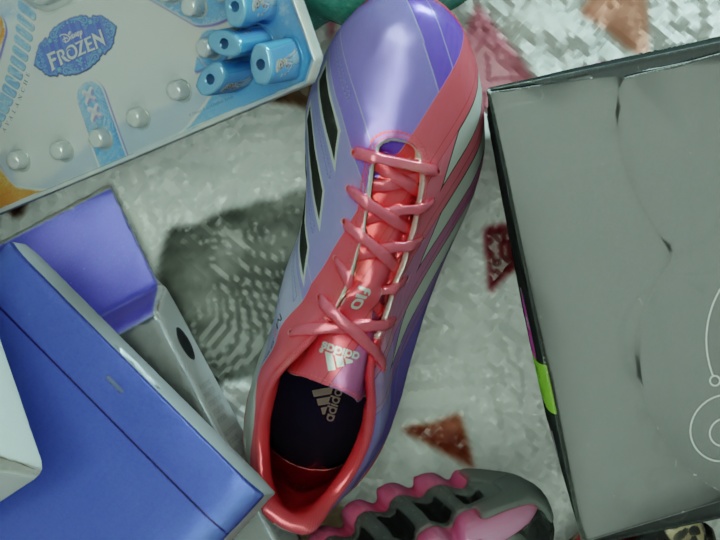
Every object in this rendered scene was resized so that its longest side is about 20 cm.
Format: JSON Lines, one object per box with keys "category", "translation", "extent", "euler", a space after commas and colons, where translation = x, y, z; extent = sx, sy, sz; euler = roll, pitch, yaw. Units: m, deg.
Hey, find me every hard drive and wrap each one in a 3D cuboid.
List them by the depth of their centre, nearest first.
{"category": "hard drive", "translation": [-0.145, 0.108, 0.893], "extent": [0.132, 0.025, 0.200], "euler": [44, 97, 12]}

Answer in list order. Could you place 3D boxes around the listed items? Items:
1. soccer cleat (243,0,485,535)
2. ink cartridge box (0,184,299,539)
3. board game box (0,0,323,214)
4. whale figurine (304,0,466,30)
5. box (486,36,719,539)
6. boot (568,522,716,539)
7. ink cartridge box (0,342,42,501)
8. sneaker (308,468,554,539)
{"category": "soccer cleat", "translation": [0.000, 0.000, 0.878], "extent": [0.067, 0.077, 0.200], "euler": [14, 116, -4]}
{"category": "ink cartridge box", "translation": [-0.138, 0.098, 0.938], "extent": [0.198, 0.043, 0.200], "euler": [-28, 88, 4]}
{"category": "board game box", "translation": [-0.127, -0.131, 0.890], "extent": [0.200, 0.026, 0.200], "euler": [-20, 90, 35]}
{"category": "whale figurine", "translation": [-0.035, -0.153, 0.888], "extent": [0.200, 0.104, 0.159], "euler": [9, 116, 13]}
{"category": "box", "translation": [0.116, 0.000, 0.840], "extent": [0.124, 0.200, 0.149], "euler": [-12, 90, 4]}
{"category": "boot", "translation": [0.152, 0.141, 0.897], "extent": [0.200, 0.073, 0.151], "euler": [-35, 99, 10]}
{"category": "ink cartridge box", "translation": [-0.214, 0.015, 0.866], "extent": [0.146, 0.083, 0.200], "euler": [-32, 63, 22]}
{"category": "sneaker", "translation": [-0.006, 0.150, 0.883], "extent": [0.200, 0.079, 0.095], "euler": [-35, 103, 6]}
